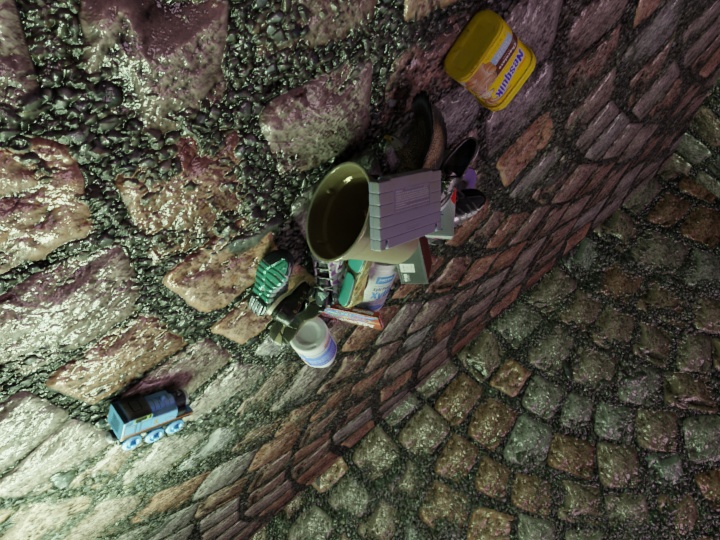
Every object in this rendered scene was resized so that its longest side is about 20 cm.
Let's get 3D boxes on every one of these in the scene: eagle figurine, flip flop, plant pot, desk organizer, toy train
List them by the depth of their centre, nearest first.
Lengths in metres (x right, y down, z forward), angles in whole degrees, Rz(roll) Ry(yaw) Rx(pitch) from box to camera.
[{"bbox_3d":[0.020,-0.095,1.048,0.183,0.201,0.201,16,120,-40],"label":"plant pot"},{"bbox_3d":[0.119,-0.256,1.077,0.151,0.152,0.200,32,103,-29],"label":"eagle figurine"},{"bbox_3d":[-0.485,0.337,1.189,0.199,0.087,0.115,-10,134,-49],"label":"toy train"},{"bbox_3d":[0.120,-0.067,1.232,0.077,0.071,0.201,-68,150,-46],"label":"desk organizer"},{"bbox_3d":[-0.157,0.115,1.336,0.200,0.081,0.058,-48,179,7],"label":"flip flop"}]

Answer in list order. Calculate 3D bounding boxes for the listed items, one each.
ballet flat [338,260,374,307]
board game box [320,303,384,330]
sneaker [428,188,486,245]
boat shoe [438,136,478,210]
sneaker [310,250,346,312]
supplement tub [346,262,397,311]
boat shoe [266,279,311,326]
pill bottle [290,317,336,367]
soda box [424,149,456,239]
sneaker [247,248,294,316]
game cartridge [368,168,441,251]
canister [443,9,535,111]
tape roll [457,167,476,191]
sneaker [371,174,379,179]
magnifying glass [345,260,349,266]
[{"bbox_3d":[0.000,0.000,1.220,0.070,0.071,0.201,-15,131,-45],"label":"ballet flat"},{"bbox_3d":[-0.039,0.119,1.387,0.103,0.199,0.020,66,37,-64],"label":"board game box"},{"bbox_3d":[0.230,-0.131,1.323,0.199,0.075,0.116,-29,158,-5],"label":"sneaker"},{"bbox_3d":[0.193,-0.210,1.130,0.201,0.068,0.057,-57,175,1],"label":"boat shoe"},{"bbox_3d":[-0.084,0.029,1.223,0.200,0.077,0.141,61,40,-63],"label":"sneaker"},{"bbox_3d":[0.026,0.009,1.358,0.132,0.132,0.200,-24,150,-34],"label":"supplement tub"},{"bbox_3d":[-0.156,0.077,1.211,0.074,0.063,0.201,-52,180,17],"label":"boat shoe"},{"bbox_3d":[-0.130,0.214,1.477,0.112,0.112,0.200,-37,154,-11],"label":"pill bottle"},{"bbox_3d":[0.187,-0.175,1.191,0.063,0.068,0.201,16,78,-82],"label":"soda box"},{"bbox_3d":[-0.188,0.014,1.150,0.087,0.074,0.200,-38,168,-51],"label":"sneaker"},{"bbox_3d":[0.087,-0.121,0.968,0.200,0.038,0.130,-20,111,-46],"label":"game cartridge"},{"bbox_3d":[0.273,-0.435,1.076,0.200,0.087,0.149,3,129,-55],"label":"canister"},{"bbox_3d":[0.200,-0.205,1.331,0.200,0.085,0.200,-33,154,-19],"label":"tape roll"},{"bbox_3d":[-0.024,-0.124,1.146,0.115,0.076,0.200,-12,142,-42],"label":"sneaker"},{"bbox_3d":[0.020,-0.098,1.230,0.022,0.080,0.201,27,103,-17],"label":"magnifying glass"}]
